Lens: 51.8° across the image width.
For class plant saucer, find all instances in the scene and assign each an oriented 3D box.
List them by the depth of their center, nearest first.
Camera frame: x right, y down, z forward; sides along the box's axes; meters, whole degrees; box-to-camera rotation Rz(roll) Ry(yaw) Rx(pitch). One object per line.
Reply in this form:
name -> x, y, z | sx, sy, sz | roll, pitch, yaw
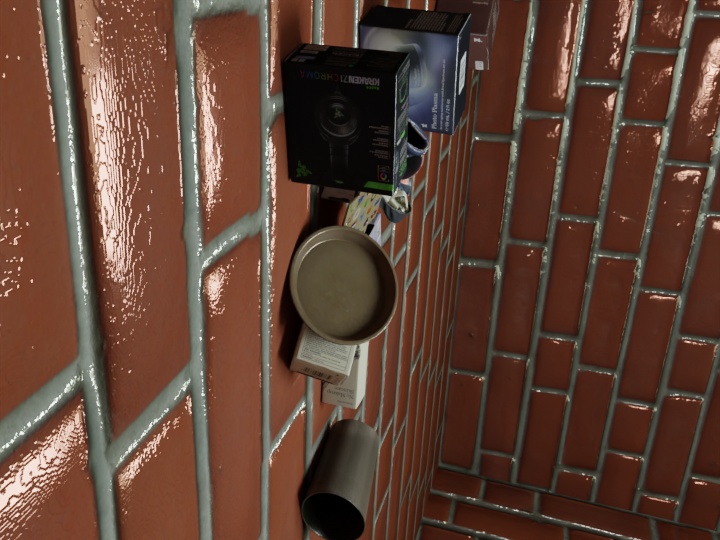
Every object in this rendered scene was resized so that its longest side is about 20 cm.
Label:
plant saucer -> -0.029, 0.026, 1.239 | 0.029, 0.196, 0.205 | -35, -145, 61

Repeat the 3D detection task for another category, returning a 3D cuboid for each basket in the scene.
basket -> -0.033, 0.425, 1.541 | 0.203, 0.132, 0.183 | -72, 167, -46

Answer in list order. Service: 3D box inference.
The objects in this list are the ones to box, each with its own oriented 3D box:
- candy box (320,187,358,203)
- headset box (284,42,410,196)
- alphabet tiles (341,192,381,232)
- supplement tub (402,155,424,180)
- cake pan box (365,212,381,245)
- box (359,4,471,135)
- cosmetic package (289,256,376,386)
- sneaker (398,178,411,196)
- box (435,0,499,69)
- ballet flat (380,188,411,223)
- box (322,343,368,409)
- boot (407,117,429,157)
candy box -> -0.003, -0.225, 1.367 | 0.167, 0.070, 0.206 | -11, 110, -75
headset box -> -0.018, -0.219, 1.110 | 0.093, 0.169, 0.204 | -62, 158, -53
alphabet tiles -> 0.003, -0.107, 1.338 | 0.167, 0.006, 0.203 | -50, 164, -44
supplement tub -> 0.082, -0.286, 1.563 | 0.203, 0.104, 0.109 | -86, 175, -51
cake pan box -> 0.000, 0.000, 1.567 | 0.186, 0.051, 0.204 | -66, 160, -53
box -> 0.105, -0.390, 1.446 | 0.124, 0.193, 0.204 | -60, 155, -48
cosmetic package -> -0.048, 0.082, 1.284 | 0.087, 0.101, 0.205 | 122, -15, -67
sneaker -> 0.070, -0.210, 1.647 | 0.200, 0.082, 0.077 | 31, 69, -75
box -> 0.301, -0.708, 2.103 | 0.166, 0.160, 0.205 | 63, 39, -68
ballet flat -> 0.057, -0.163, 1.562 | 0.200, 0.071, 0.075 | 41, 58, -55
box -> -0.029, 0.168, 1.491 | 0.068, 0.080, 0.206 | -48, 143, -66
boot -> 0.028, -0.259, 1.229 | 0.198, 0.090, 0.074 | 33, 76, -28
